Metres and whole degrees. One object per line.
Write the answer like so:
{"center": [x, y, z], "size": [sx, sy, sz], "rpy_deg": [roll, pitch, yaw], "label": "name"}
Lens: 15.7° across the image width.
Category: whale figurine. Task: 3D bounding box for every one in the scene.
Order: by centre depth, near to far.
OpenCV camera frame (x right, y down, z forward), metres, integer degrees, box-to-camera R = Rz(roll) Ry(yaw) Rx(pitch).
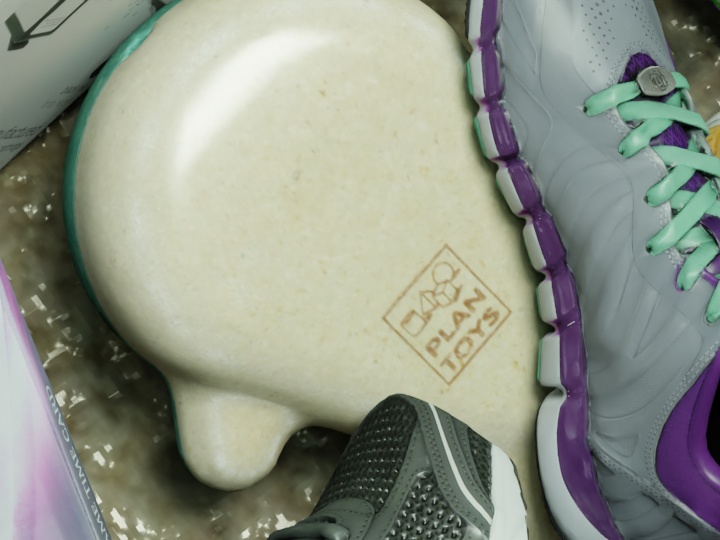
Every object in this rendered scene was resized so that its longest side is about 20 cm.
{"center": [0.000, 0.000, 0.776], "size": [0.200, 0.104, 0.159], "rpy_deg": [43, 80, -20], "label": "whale figurine"}

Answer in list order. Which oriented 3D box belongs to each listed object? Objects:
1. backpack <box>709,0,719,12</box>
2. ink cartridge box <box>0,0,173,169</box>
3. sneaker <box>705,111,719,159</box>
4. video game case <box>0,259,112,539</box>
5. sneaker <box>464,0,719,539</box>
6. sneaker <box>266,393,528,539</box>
{"center": [0.198, -0.132, 0.808], "size": [0.190, 0.154, 0.200], "rpy_deg": [13, 74, -2], "label": "backpack"}
{"center": [-0.087, -0.112, 0.715], "size": [0.200, 0.146, 0.084], "rpy_deg": [-41, 84, 14], "label": "ink cartridge box"}
{"center": [0.178, 0.021, 0.800], "size": [0.200, 0.075, 0.088], "rpy_deg": [53, 39, -10], "label": "sneaker"}
{"center": [-0.135, 0.088, 0.695], "size": [0.143, 0.019, 0.200], "rpy_deg": [-19, 99, 8], "label": "video game case"}
{"center": [0.089, -0.013, 0.721], "size": [0.074, 0.087, 0.200], "rpy_deg": [-20, 104, -40], "label": "sneaker"}
{"center": [-0.026, 0.106, 0.663], "size": [0.086, 0.080, 0.200], "rpy_deg": [39, 53, -20], "label": "sneaker"}
